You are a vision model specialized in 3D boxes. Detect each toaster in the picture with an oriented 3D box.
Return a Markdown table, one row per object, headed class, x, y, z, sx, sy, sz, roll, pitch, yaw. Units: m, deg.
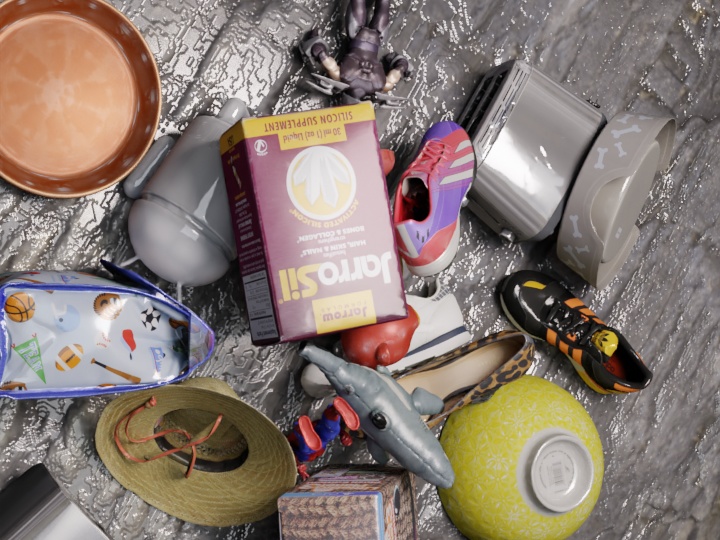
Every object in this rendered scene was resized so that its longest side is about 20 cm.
| class | x | y | z | sx | sy | sz | roll | pitch | yaw |
| --- | --- | --- | --- | --- | --- | --- | --- | --- | --- |
| toaster | -0.268 | 0.283 | 1.237 | 0.119 | 0.200 | 0.181 | -44 | 104 | -13 |
| toaster | 0.176 | -0.137 | 1.486 | 0.128 | 0.113 | 0.202 | 34 | 78 | -17 |

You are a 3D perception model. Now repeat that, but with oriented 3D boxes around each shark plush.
| class | x | y | z | sx | sy | sz | roll | pitch | yaw |
| --- | --- | --- | --- | --- | --- | --- | --- | --- | --- |
| shark plush | 0.022 | 0.126 | 1.312 | 0.090 | 0.084 | 0.201 | -31 | 117 | 4 |

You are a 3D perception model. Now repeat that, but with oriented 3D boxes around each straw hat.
| class | x | y | z | sx | sy | sz | roll | pitch | yaw |
| --- | --- | --- | --- | --- | --- | --- | --- | --- | --- |
| straw hat | -0.152 | 0.153 | 1.345 | 0.200 | 0.201 | 0.086 | 36 | 34 | -18 |

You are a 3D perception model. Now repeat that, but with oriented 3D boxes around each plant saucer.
| class | x | y | z | sx | sy | sz | roll | pitch | yaw |
| --- | --- | --- | --- | --- | --- | --- | --- | --- | --- |
| plant saucer | -0.291 | -0.170 | 1.328 | 0.197 | 0.032 | 0.204 | 1 | 88 | -24 |

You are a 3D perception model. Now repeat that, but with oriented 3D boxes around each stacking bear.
| class | x | y | z | sx | sy | sz | roll | pitch | yaw |
| --- | --- | --- | --- | --- | --- | --- | --- | --- | --- |
| stacking bear | 0.000 | 0.000 | 1.377 | 0.112 | 0.121 | 0.203 | -14 | 78 | -17 |

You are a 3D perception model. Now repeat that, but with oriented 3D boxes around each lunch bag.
| class | x | y | z | sx | sy | sz | roll | pitch | yaw |
| --- | --- | --- | --- | --- | --- | --- | --- | --- | --- |
| lunch bag | -0.248 | 0.054 | 1.267 | 0.197 | 0.170 | 0.126 | 2 | 93 | -22 |

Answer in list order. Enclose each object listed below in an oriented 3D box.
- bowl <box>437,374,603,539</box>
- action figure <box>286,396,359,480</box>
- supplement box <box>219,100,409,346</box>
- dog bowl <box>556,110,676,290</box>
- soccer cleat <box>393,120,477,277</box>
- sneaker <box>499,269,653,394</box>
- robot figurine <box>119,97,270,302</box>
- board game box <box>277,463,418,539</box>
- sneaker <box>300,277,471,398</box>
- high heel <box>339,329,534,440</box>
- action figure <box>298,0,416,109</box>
| class | x | y | z | sx | sy | sz | roll | pitch | yaw |
| --- | --- | --- | --- | --- | --- | --- | --- | --- | --- |
| bowl | 0.192 | 0.215 | 1.487 | 0.197 | 0.107 | 0.204 | 0 | 89 | -23 |
| action figure | -0.044 | 0.166 | 1.339 | 0.065 | 0.200 | 0.052 | -32 | 85 | -14 |
| supplement box | -0.045 | -0.042 | 1.260 | 0.129 | 0.103 | 0.203 | -11 | 89 | -19 |
| dog bowl | 0.277 | -0.082 | 1.498 | 0.058 | 0.200 | 0.202 | 25 | 75 | 20 |
| soccer cleat | 0.070 | -0.088 | 1.361 | 0.073 | 0.067 | 0.202 | 56 | 35 | -39 |
| sneaker | 0.246 | 0.066 | 1.523 | 0.200 | 0.090 | 0.070 | 40 | 74 | -18 |
| robot figurine | -0.151 | -0.069 | 1.341 | 0.168 | 0.113 | 0.201 | 27 | 74 | 21 |
| board game box | -0.005 | 0.283 | 1.341 | 0.095 | 0.200 | 0.162 | -4 | 91 | 12 |
| sneaker | 0.019 | 0.073 | 1.443 | 0.198 | 0.076 | 0.081 | -19 | 84 | -27 |
| high heel | 0.078 | 0.112 | 1.386 | 0.198 | 0.143 | 0.072 | -15 | 68 | -27 |
| action figure | 0.005 | -0.249 | 1.442 | 0.129 | 0.069 | 0.203 | 12 | 88 | -30 |
